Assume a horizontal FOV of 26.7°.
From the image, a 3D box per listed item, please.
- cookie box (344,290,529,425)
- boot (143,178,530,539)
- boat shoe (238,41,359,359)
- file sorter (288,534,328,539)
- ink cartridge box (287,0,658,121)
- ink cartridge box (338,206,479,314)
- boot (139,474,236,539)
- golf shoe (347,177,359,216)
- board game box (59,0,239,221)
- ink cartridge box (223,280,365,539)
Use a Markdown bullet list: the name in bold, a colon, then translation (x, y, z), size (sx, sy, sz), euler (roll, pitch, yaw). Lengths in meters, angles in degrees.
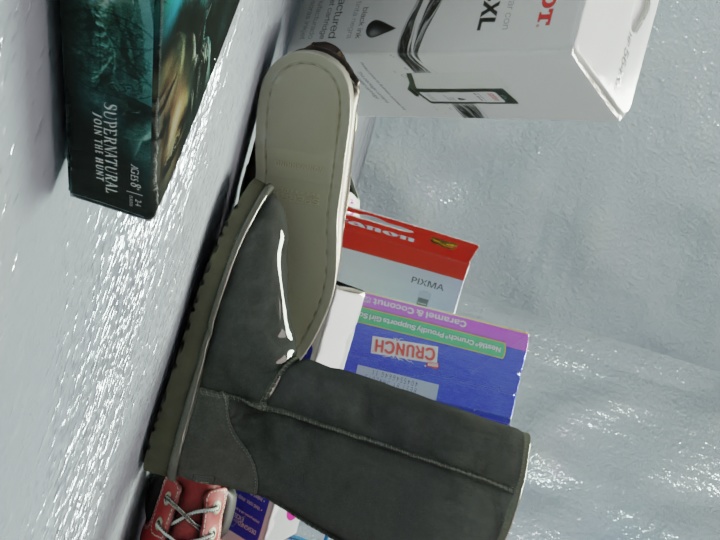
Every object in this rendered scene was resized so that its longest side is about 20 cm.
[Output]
- **cookie box**: translation (0.014, 0.101, 1.082), size (0.201, 0.169, 0.076), euler (106, -1, -58)
- **boot**: translation (-0.001, 0.064, 0.821), size (0.073, 0.197, 0.184), euler (107, 0, -86)
- **boat shoe**: translation (-0.040, -0.032, 0.877), size (0.060, 0.071, 0.203), euler (-65, 166, -71)
- **file sorter**: translation (-0.110, 0.313, 1.394), size (0.201, 0.121, 0.140), euler (-73, -179, -61)
- **ink cartridge box**: translation (0.073, -0.173, 0.915), size (0.084, 0.198, 0.148), euler (39, 62, -50)
- **ink cartridge box**: translation (0.000, 0.000, 1.143), size (0.200, 0.158, 0.048), euler (103, 3, -78)
- **boot**: translation (-0.105, 0.184, 0.810), size (0.200, 0.071, 0.146), euler (-100, -155, -73)
- **golf shoe**: translation (-0.036, -0.036, 1.437), size (0.201, 0.071, 0.093), euler (-92, -170, -59)
- **board game box**: translation (-0.035, -0.132, 0.410), size (0.136, 0.028, 0.202), euler (104, 2, -59)
- **ink cartridge box**: translation (-0.066, 0.093, 0.942), size (0.037, 0.094, 0.203), euler (13, 96, -48)
